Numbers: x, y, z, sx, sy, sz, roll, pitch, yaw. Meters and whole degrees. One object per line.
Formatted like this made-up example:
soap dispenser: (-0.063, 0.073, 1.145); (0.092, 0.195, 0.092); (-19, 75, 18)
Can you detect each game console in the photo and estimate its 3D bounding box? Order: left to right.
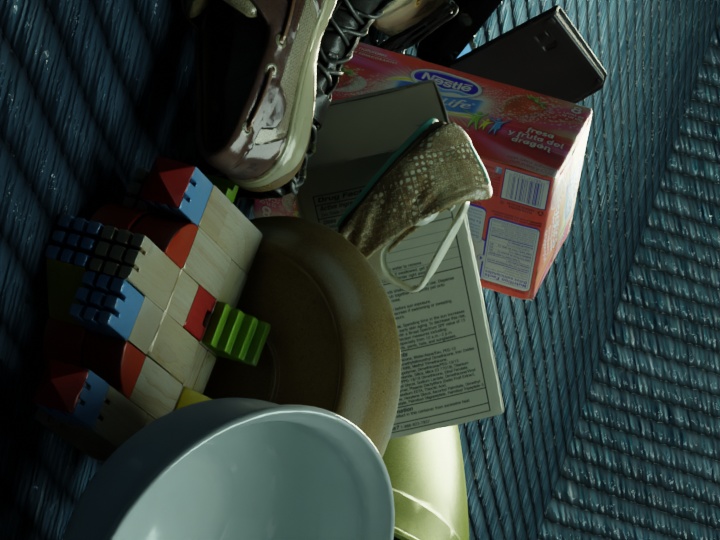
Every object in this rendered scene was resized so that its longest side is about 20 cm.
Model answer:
game console: (0.105, -0.174, 1.783); (0.176, 0.116, 0.200); (-51, -164, 24)

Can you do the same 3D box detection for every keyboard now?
keyboard: (0.057, -0.129, 1.678); (0.127, 0.199, 0.021); (48, 26, -32)

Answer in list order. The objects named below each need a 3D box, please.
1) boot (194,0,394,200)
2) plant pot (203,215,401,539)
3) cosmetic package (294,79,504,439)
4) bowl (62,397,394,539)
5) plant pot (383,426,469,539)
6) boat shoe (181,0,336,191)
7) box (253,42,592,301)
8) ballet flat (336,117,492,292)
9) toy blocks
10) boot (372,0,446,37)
boot: (-0.019, -0.121, 1.407); (0.200, 0.069, 0.175); (-16, -129, 56)
plant pot: (-0.066, 0.064, 1.376); (0.027, 0.199, 0.201); (19, 88, -52)
cosmetic package: (0.021, -0.004, 1.507); (0.087, 0.103, 0.201); (-100, 179, -60)
bowl: (-0.085, 0.144, 1.270); (0.200, 0.090, 0.202); (-20, 125, -31)
plant pot: (-0.004, 0.162, 1.773); (0.201, 0.199, 0.193); (92, 8, -48)
boat shoe: (-0.062, -0.148, 1.351); (0.072, 0.072, 0.201); (22, 72, -55)
box: (0.040, -0.069, 1.590); (0.095, 0.199, 0.103); (-56, 158, -52)
ballet flat: (0.000, 0.000, 1.411); (0.200, 0.065, 0.070); (-46, 173, 19)
toy blocks: (-0.123, 0.019, 1.306); (0.201, 0.100, 0.137); (-69, 155, -14)
boot: (0.043, -0.258, 1.650); (0.201, 0.073, 0.155); (-65, 168, 6)
